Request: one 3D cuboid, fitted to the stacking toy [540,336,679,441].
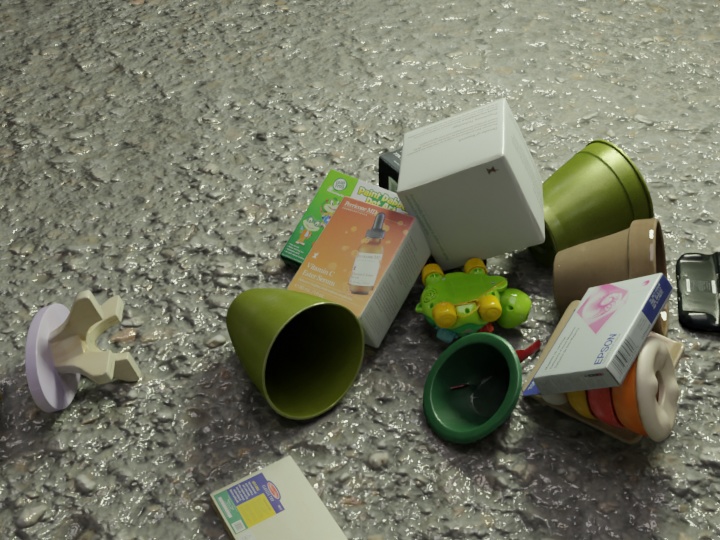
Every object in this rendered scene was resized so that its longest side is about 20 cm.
[{"bbox_3d":[0.352,0.175,1.355,0.198,0.147,0.147,-7,32,34],"label":"stacking toy"}]

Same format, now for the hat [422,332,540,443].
[{"bbox_3d":[0.220,0.199,1.451,0.200,0.176,0.166,-46,47,8],"label":"hat"}]

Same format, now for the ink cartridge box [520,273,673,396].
[{"bbox_3d":[0.337,0.096,1.359,0.199,0.043,0.197,-18,28,54],"label":"ink cartridge box"}]

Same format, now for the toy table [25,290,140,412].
[{"bbox_3d":[-0.433,0.121,1.440,0.116,0.185,0.202,-17,49,6],"label":"toy table"}]

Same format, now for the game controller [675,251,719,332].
[{"bbox_3d":[0.614,0.036,1.634,0.103,0.042,0.201,-3,38,19],"label":"game controller"}]

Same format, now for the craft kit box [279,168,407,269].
[{"bbox_3d":[-0.016,-0.066,1.682,0.198,0.049,0.199,22,69,24],"label":"craft kit box"}]

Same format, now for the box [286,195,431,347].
[{"bbox_3d":[0.000,0.000,1.544,0.151,0.107,0.201,18,67,30],"label":"box"}]

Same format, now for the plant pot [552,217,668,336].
[{"bbox_3d":[0.420,0.021,1.554,0.173,0.202,0.201,-5,36,24],"label":"plant pot"}]

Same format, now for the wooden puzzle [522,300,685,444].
[{"bbox_3d":[0.379,0.159,1.446,0.198,0.046,0.186,22,66,30],"label":"wooden puzzle"}]

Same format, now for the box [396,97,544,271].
[{"bbox_3d":[0.192,-0.143,1.583,0.198,0.200,0.172,-17,38,22],"label":"box"}]

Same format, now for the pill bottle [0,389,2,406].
[{"bbox_3d":[-0.591,0.216,1.359,0.111,0.113,0.201,-7,41,-8],"label":"pill bottle"}]

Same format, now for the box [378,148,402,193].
[{"bbox_3d":[0.154,-0.178,1.808,0.198,0.105,0.148,-20,41,-23],"label":"box"}]

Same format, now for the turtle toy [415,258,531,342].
[{"bbox_3d":[0.189,0.059,1.547,0.197,0.102,0.146,-7,36,-3],"label":"turtle toy"}]

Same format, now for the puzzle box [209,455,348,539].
[{"bbox_3d":[-0.106,0.354,1.265,0.132,0.026,0.200,-22,45,-23],"label":"puzzle box"}]

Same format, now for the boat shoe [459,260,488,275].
[{"bbox_3d":[0.198,-0.038,1.675,0.062,0.073,0.201,-39,38,11],"label":"boat shoe"}]

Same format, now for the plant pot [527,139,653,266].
[{"bbox_3d":[0.395,-0.107,1.695,0.191,0.202,0.201,-28,46,-13],"label":"plant pot"}]

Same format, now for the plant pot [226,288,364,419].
[{"bbox_3d":[-0.125,0.107,1.459,0.186,0.189,0.199,-27,33,-28],"label":"plant pot"}]
